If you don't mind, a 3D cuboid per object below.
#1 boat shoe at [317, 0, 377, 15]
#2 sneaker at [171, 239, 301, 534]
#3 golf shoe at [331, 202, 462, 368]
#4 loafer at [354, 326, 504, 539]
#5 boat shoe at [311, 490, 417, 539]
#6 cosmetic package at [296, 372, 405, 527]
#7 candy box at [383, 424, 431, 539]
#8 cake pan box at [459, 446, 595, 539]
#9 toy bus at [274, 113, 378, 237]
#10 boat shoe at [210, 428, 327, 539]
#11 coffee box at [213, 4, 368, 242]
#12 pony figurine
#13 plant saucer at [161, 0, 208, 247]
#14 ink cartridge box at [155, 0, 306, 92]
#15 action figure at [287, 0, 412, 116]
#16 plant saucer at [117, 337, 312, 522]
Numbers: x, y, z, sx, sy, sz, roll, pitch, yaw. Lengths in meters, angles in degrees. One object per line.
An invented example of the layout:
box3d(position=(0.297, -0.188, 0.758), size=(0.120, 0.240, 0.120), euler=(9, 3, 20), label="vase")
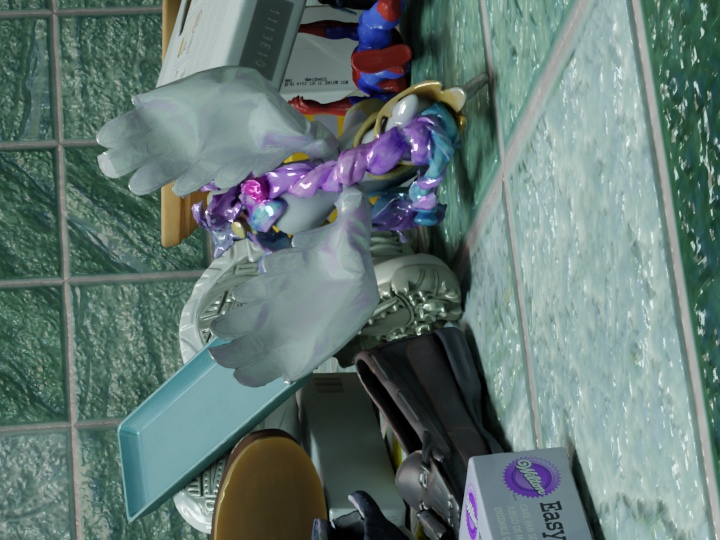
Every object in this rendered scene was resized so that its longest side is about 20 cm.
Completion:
box3d(position=(-0.009, -0.206, 1.242), size=(0.200, 0.068, 0.085), euler=(-168, 75, -81), label="boat shoe")
box3d(position=(-0.072, 0.077, 1.281), size=(0.099, 0.077, 0.201), euler=(41, -122, -66), label="sneaker")
box3d(position=(0.000, 0.000, 1.160), size=(0.200, 0.078, 0.098), euler=(154, 117, -66), label="golf shoe")
box3d(position=(0.040, 0.105, 1.030), size=(0.201, 0.062, 0.072), euler=(-104, 13, -54), label="loafer")
box3d(position=(0.017, 0.205, 1.065), size=(0.093, 0.075, 0.200), euler=(46, -169, -27), label="boat shoe")
box3d(position=(-0.010, 0.175, 1.275), size=(0.200, 0.051, 0.152), euler=(-109, 21, -67), label="cosmetic package")
box3d(position=(0.034, 0.135, 1.215), size=(0.200, 0.026, 0.103), euler=(101, 161, -62), label="candy box")
box3d(position=(0.078, 0.205, 0.846), size=(0.201, 0.052, 0.185), euler=(-103, 15, -50), label="cake pan box")
box3d(position=(-0.019, -0.051, 1.344), size=(0.200, 0.078, 0.066), euler=(121, 145, -76), label="toy bus")
box3d(position=(-0.058, 0.188, 1.187), size=(0.070, 0.070, 0.202), euler=(-130, 39, -71), label="boat shoe")
box3d(position=(-0.056, -0.107, 1.462), size=(0.200, 0.113, 0.080), euler=(102, 163, -60), label="coffee box")
box3d(position=(-0.029, -0.045, 1.054), size=(0.167, 0.192, 0.200), euler=(60, 169, -3), label="pony figurine")
box3d(position=(-0.131, -0.118, 1.471), size=(0.200, 0.037, 0.202), euler=(-179, 90, -85), label="plant saucer")
box3d(position=(-0.071, -0.183, 1.228), size=(0.173, 0.043, 0.201), euler=(153, 135, -67), label="ink cartridge box")
box3d(position=(-0.016, -0.131, 1.193), size=(0.200, 0.098, 0.066), euler=(51, -145, -85), label="action figure")
box3d(position=(-0.090, 0.082, 1.191), size=(0.200, 0.019, 0.070), euler=(-41, 48, 40), label="plant saucer")
